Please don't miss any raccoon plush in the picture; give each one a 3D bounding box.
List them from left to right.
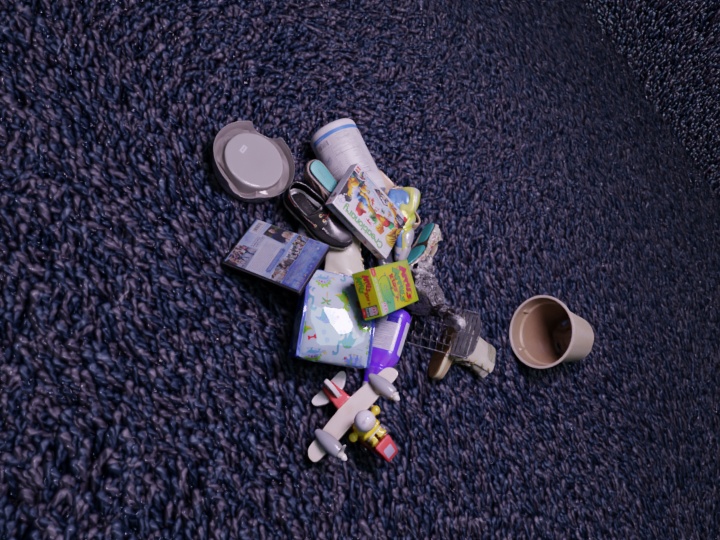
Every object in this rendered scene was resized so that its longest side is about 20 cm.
[{"bbox_3d":[0.189,0.057,1.363,0.200,0.097,0.134,41,49,2],"label":"raccoon plush"}]

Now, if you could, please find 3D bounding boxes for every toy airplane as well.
[{"bbox_3d":[-0.010,0.306,1.165,0.197,0.141,0.202,5,78,-13],"label":"toy airplane"}]

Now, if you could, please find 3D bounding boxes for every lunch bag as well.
[{"bbox_3d":[-0.058,0.106,1.208,0.168,0.127,0.202,11,80,-15],"label":"lunch bag"}]

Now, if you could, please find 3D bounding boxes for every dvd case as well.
[{"bbox_3d":[-0.186,-0.032,1.207,0.198,0.018,0.143,20,56,16],"label":"dvd case"}]

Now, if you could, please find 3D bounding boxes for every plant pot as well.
[{"bbox_3d":[0.560,0.186,1.557,0.182,0.200,0.202,15,63,-39],"label":"plant pot"}]

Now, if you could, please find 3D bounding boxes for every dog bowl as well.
[{"bbox_3d":[-0.258,-0.252,1.295,0.198,0.059,0.202,13,64,-27],"label":"dog bowl"}]

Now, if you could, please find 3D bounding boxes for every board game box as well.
[{"bbox_3d":[0.018,-0.138,1.299,0.200,0.034,0.127,44,63,-28],"label":"board game box"},{"bbox_3d":[0.059,0.039,1.216,0.200,0.047,0.103,-14,88,-61],"label":"board game box"}]

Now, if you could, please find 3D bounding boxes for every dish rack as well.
[{"bbox_3d":[0.200,0.135,1.367,0.198,0.055,0.154,14,56,16],"label":"dish rack"}]

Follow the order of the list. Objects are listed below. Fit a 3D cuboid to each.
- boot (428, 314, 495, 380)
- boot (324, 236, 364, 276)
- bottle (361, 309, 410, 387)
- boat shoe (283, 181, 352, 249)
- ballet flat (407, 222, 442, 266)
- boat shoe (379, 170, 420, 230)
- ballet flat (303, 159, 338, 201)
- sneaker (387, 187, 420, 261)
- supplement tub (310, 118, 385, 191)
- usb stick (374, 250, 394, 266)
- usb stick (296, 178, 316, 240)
[{"bbox_3d":[0.269,0.233,1.416,0.155,0.072,0.201,43,54,-13],"label":"boot"},{"bbox_3d":[0.000,0.000,1.332,0.198,0.072,0.156,11,65,-20],"label":"boot"},{"bbox_3d":[0.055,0.187,1.290,0.065,0.083,0.202,45,58,-54],"label":"bottle"},{"bbox_3d":[-0.097,-0.126,1.280,0.201,0.063,0.074,42,61,4],"label":"boat shoe"},{"bbox_3d":[0.169,-0.048,1.471,0.064,0.075,0.200,53,55,-22],"label":"ballet flat"},{"bbox_3d":[0.098,-0.195,1.485,0.074,0.069,0.201,-36,91,-37],"label":"boat shoe"},{"bbox_3d":[-0.066,-0.179,1.320,0.068,0.067,0.201,-42,103,-30],"label":"ballet flat"},{"bbox_3d":[0.090,-0.121,1.423,0.104,0.076,0.202,11,83,10],"label":"sneaker"},{"bbox_3d":[-0.033,-0.270,1.397,0.131,0.132,0.201,-23,84,-36],"label":"supplement tub"},{"bbox_3d":[0.054,-0.075,1.431,0.055,0.033,0.202,-1,71,-33],"label":"usb stick"},{"bbox_3d":[-0.122,-0.146,1.342,0.055,0.033,0.202,16,63,-23],"label":"usb stick"}]
